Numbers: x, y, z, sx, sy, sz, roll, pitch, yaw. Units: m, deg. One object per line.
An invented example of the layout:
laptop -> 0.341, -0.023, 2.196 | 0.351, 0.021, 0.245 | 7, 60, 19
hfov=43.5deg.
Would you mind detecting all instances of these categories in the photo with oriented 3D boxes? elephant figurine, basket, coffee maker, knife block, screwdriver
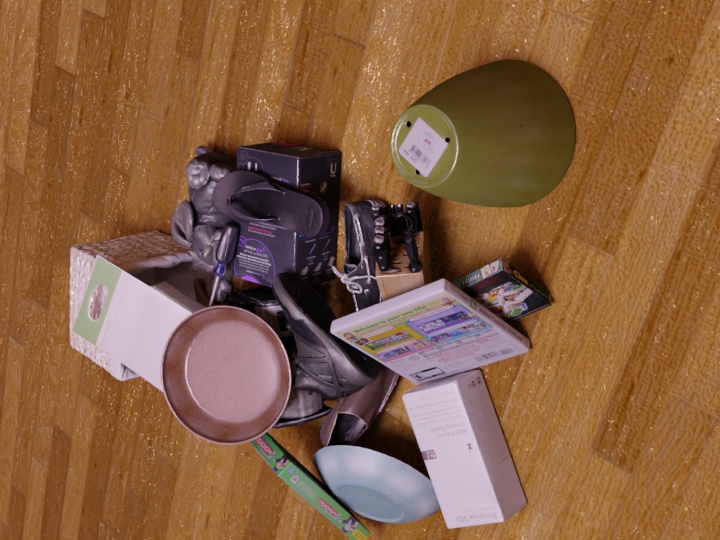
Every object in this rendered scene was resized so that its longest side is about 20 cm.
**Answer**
elephant figurine -> -0.234, -0.076, 1.418 | 0.141, 0.155, 0.200 | 16, 106, 7
basket -> -0.369, 0.052, 1.522 | 0.161, 0.198, 0.201 | 20, 113, 37
coffee maker -> -0.139, 0.125, 1.399 | 0.192, 0.135, 0.201 | -1, 100, 39
knife block -> 0.056, 0.006, 1.188 | 0.064, 0.176, 0.201 | -3, 100, 11
screwdriver -> -0.214, 0.024, 1.347 | 0.029, 0.028, 0.201 | 25, 107, 39

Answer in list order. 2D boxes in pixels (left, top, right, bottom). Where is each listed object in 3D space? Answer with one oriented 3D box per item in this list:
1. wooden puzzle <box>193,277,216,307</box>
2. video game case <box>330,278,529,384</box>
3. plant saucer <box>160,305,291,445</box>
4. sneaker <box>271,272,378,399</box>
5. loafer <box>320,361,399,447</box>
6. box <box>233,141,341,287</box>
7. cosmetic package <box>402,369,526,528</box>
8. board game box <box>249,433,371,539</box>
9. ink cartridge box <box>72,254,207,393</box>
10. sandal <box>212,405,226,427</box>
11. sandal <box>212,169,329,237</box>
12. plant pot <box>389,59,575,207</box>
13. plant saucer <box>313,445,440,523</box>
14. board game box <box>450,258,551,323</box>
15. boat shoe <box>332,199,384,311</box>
wooden puzzle -> -0.227, 0.130, 1.457 | 0.200, 0.037, 0.185 | -126, 28, -57
video game case -> 0.092, 0.087, 1.201 | 0.200, 0.182, 0.022 | -23, 46, 39
plant saucer -> -0.190, 0.149, 1.298 | 0.200, 0.037, 0.201 | 1, 93, 13
sneaker -> -0.076, 0.102, 1.276 | 0.114, 0.076, 0.200 | -40, 91, 28
loafer -> 0.005, 0.194, 1.317 | 0.073, 0.071, 0.200 | 23, 106, -8
box -> -0.109, -0.083, 1.341 | 0.122, 0.106, 0.201 | 15, 109, 32
cosmetic package -> 0.143, 0.248, 1.249 | 0.102, 0.074, 0.200 | -22, 86, 39
board game box -> -0.079, 0.324, 1.360 | 0.200, 0.029, 0.135 | 49, 171, -30
ink cartridge box -> -0.333, 0.080, 1.377 | 0.200, 0.048, 0.146 | 31, 111, 16
sandal -> -0.250, 0.193, 1.410 | 0.201, 0.057, 0.080 | -133, 34, -62
sandal -> -0.134, -0.096, 1.263 | 0.200, 0.043, 0.076 | 13, 108, 32
plant pot -> 0.130, -0.155, 1.079 | 0.187, 0.200, 0.188 | 10, 107, 35
plant saucer -> 0.019, 0.323, 1.312 | 0.201, 0.039, 0.201 | 16, 145, 12
board game box -> 0.139, 0.052, 1.189 | 0.200, 0.105, 0.024 | -28, 46, 37
boat shoe -> 0.001, 0.000, 1.289 | 0.074, 0.068, 0.200 | 24, 116, 55
